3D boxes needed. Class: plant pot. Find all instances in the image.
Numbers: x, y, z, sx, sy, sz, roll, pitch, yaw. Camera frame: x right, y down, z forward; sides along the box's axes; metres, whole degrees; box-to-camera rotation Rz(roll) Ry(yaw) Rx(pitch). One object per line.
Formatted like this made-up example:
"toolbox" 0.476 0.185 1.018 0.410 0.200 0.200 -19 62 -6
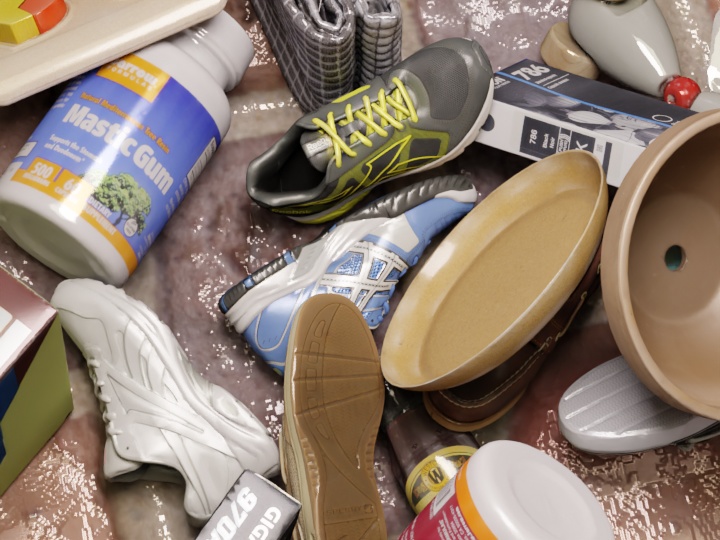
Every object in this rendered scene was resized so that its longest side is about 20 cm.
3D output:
"plant pot" 0.093 0.005 1.606 0.027 0.200 0.200 41 69 -18
"plant pot" 0.227 -0.006 1.590 0.200 0.093 0.202 -3 96 -27

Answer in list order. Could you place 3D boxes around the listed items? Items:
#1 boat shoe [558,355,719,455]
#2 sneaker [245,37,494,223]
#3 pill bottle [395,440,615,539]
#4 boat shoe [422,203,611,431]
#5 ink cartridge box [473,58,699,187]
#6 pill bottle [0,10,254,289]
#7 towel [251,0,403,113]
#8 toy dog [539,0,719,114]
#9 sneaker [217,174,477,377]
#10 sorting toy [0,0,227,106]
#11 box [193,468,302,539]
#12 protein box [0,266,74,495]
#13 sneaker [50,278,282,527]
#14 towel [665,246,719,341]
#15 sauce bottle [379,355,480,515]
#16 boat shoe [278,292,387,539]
"boat shoe" 0.228 0.092 1.677 0.199 0.071 0.072 -16 52 -13
"sneaker" 0.006 -0.089 1.677 0.200 0.085 0.075 -36 76 27
"pill bottle" 0.061 0.211 1.554 0.113 0.200 0.113 30 29 -18
"boat shoe" 0.110 0.024 1.671 0.070 0.070 0.200 33 55 8
"ink cartridge box" 0.139 -0.105 1.702 0.199 0.039 0.099 18 26 28
"pill bottle" -0.159 -0.095 1.703 0.112 0.112 0.200 30 71 8
"towel" -0.039 -0.217 1.731 0.085 0.166 0.201 -22 72 -5
"toy dog" 0.221 -0.151 1.761 0.096 0.132 0.201 -24 78 -45
"sneaker" 0.000 0.000 1.707 0.199 0.076 0.077 -32 92 -12
"sorting toy" -0.202 -0.205 1.724 0.184 0.037 0.200 -24 37 -6
"box" -0.115 0.233 1.554 0.046 0.159 0.200 33 70 6
"protein box" -0.308 0.051 1.590 0.200 0.199 0.135 36 71 10
"sneaker" -0.150 0.090 1.654 0.200 0.078 0.099 43 76 13
"towel" 0.299 -0.001 1.676 0.199 0.022 0.147 0 66 -3
"sauce bottle" 0.062 0.147 1.651 0.066 0.066 0.200 -32 73 -15
"boat shoe" -0.027 0.117 1.639 0.071 0.064 0.201 3 78 -27
